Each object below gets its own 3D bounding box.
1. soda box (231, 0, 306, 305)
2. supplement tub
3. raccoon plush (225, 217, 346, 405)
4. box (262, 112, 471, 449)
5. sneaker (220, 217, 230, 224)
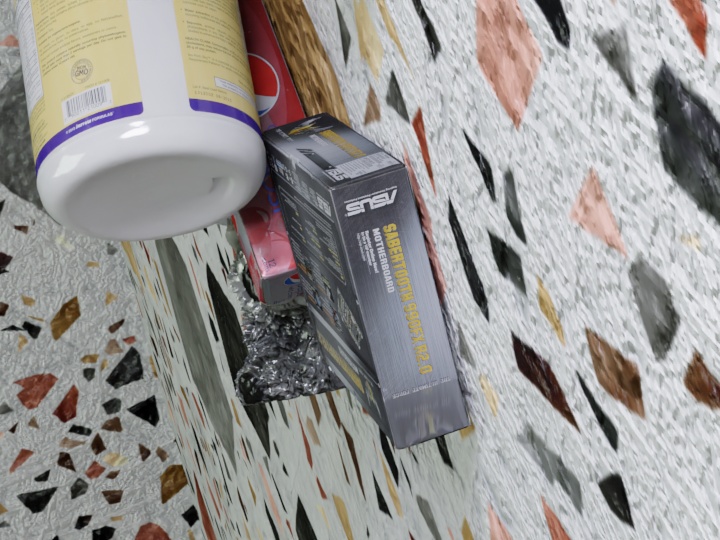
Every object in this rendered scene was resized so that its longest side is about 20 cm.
[{"bbox_3d":[-0.067,-0.083,1.304,0.063,0.069,0.202,99,152,-71],"label":"soda box"},{"bbox_3d":[-0.143,-0.136,1.213,0.146,0.144,0.202,97,163,-67],"label":"supplement tub"},{"bbox_3d":[-0.059,0.025,1.411,0.200,0.096,0.135,160,99,-80],"label":"raccoon plush"},{"bbox_3d":[0.000,0.000,1.149,0.200,0.048,0.160,-137,31,-72],"label":"box"},{"bbox_3d":[-0.124,-0.138,1.446,0.114,0.075,0.202,99,154,-74],"label":"sneaker"}]
